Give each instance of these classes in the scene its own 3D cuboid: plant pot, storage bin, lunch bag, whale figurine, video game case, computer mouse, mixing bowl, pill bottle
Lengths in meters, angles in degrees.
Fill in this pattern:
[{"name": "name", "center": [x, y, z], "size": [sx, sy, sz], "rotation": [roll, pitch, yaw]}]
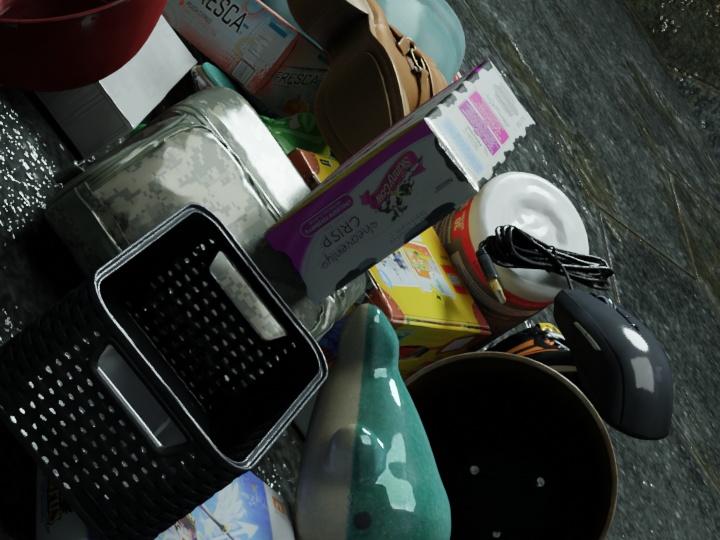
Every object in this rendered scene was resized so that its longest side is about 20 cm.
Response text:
[{"name": "plant pot", "center": [-0.021, -0.160, 1.807], "size": [0.200, 0.200, 0.134], "rotation": [42, 50, -36]}, {"name": "storage bin", "center": [-0.114, 0.058, 1.200], "size": [0.135, 0.094, 0.200], "rotation": [52, 21, -4]}, {"name": "lunch bag", "center": [-0.109, -0.004, 1.390], "size": [0.200, 0.139, 0.168], "rotation": [56, 29, -5]}, {"name": "whale figurine", "center": [0.013, 0.127, 1.397], "size": [0.159, 0.104, 0.200], "rotation": [86, 11, -75]}, {"name": "video game case", "center": [-0.110, 0.162, 1.244], "size": [0.200, 0.045, 0.181], "rotation": [43, 22, -34]}, {"name": "computer mouse", "center": [0.163, 0.034, 1.553], "size": [0.140, 0.046, 0.200], "rotation": [17, 35, -28]}, {"name": "plant pot", "center": [0.104, 0.166, 1.594], "size": [0.187, 0.187, 0.200], "rotation": [60, 3, 12]}, {"name": "mixing bowl", "center": [-0.210, -0.193, 1.410], "size": [0.108, 0.200, 0.200], "rotation": [89, -12, -48]}, {"name": "pill bottle", "center": [0.087, 0.007, 1.722], "size": [0.111, 0.200, 0.111], "rotation": [16, 59, -28]}]

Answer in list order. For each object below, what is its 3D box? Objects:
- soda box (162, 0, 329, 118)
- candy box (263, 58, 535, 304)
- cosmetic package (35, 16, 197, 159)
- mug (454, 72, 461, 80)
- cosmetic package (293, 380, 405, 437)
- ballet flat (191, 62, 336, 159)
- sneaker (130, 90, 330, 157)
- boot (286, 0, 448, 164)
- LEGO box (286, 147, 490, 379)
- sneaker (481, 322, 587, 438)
[{"name": "soda box", "center": [-0.101, -0.196, 1.715], "size": [0.068, 0.064, 0.200], "rotation": [35, 6, -48]}, {"name": "candy box", "center": [0.030, -0.063, 1.386], "size": [0.061, 0.136, 0.200], "rotation": [53, 21, -5]}, {"name": "cosmetic package", "center": [-0.186, -0.152, 1.563], "size": [0.083, 0.051, 0.200], "rotation": [56, 18, -11]}, {"name": "mug", "center": [0.013, -0.188, 2.003], "size": [0.200, 0.133, 0.178], "rotation": [41, 25, -49]}, {"name": "cosmetic package", "center": [-0.047, 0.034, 1.601], "size": [0.200, 0.052, 0.151], "rotation": [55, 16, -2]}, {"name": "ballet flat", "center": [-0.084, -0.093, 1.689], "size": [0.200, 0.072, 0.072], "rotation": [35, 28, -44]}, {"name": "sneaker", "center": [-0.093, -0.098, 1.568], "size": [0.200, 0.074, 0.084], "rotation": [-20, 99, -49]}, {"name": "boot", "center": [0.021, -0.132, 1.625], "size": [0.155, 0.077, 0.200], "rotation": [30, 27, -53]}, {"name": "LEGO box", "center": [0.000, 0.000, 1.572], "size": [0.149, 0.077, 0.200], "rotation": [61, 19, 16]}, {"name": "sneaker", "center": [0.146, 0.074, 1.668], "size": [0.070, 0.200, 0.090], "rotation": [35, 62, -21]}]
